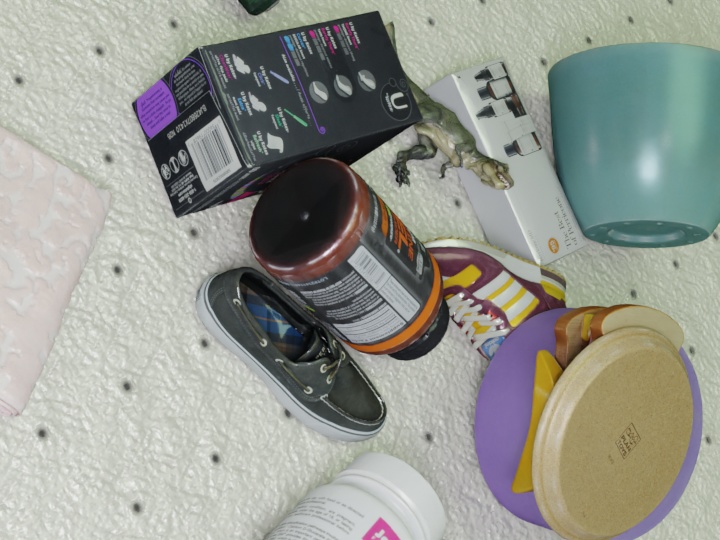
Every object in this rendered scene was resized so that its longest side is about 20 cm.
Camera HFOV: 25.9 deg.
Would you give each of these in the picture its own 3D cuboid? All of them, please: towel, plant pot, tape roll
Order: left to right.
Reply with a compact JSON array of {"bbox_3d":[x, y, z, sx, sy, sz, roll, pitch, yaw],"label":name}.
[{"bbox_3d":[-0.291,-0.022,1.142,0.190,0.032,0.201,34,56,-24],"label":"towel"},{"bbox_3d":[0.204,0.136,1.392,0.198,0.085,0.202,-3,96,-33],"label":"tape roll"},{"bbox_3d":[0.279,-0.112,1.526,0.199,0.200,0.163,12,76,-34],"label":"plant pot"}]

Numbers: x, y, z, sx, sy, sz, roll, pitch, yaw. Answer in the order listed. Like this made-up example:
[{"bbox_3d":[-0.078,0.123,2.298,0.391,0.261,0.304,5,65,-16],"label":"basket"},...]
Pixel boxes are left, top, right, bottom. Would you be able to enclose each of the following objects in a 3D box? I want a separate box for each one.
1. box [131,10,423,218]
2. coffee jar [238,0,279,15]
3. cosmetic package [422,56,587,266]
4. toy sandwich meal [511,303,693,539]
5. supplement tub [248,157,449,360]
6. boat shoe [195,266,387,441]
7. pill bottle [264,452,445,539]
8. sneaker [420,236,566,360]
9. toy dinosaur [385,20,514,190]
[{"bbox_3d":[-0.067,-0.131,1.299,0.199,0.122,0.107,-20,85,-41],"label":"box"},{"bbox_3d":[-0.116,-0.329,1.363,0.200,0.085,0.104,49,50,-12],"label":"coffee jar"},{"bbox_3d":[0.139,-0.098,1.497,0.082,0.050,0.201,-23,88,-40],"label":"cosmetic package"},{"bbox_3d":[0.199,0.125,1.303,0.204,0.070,0.207,-13,111,-35],"label":"toy sandwich meal"},{"bbox_3d":[0.000,0.000,1.283,0.200,0.106,0.108,45,46,-49],"label":"supplement tub"},{"bbox_3d":[-0.048,0.070,1.280,0.200,0.056,0.069,40,53,-19],"label":"boat shoe"},{"bbox_3d":[-0.025,0.236,1.195,0.114,0.113,0.200,53,49,-9],"label":"pill bottle"},{"bbox_3d":[0.112,0.032,1.411,0.199,0.075,0.091,14,64,-32],"label":"sneaker"},{"bbox_3d":[0.055,-0.133,1.445,0.088,0.048,0.201,-32,77,-26],"label":"toy dinosaur"}]
